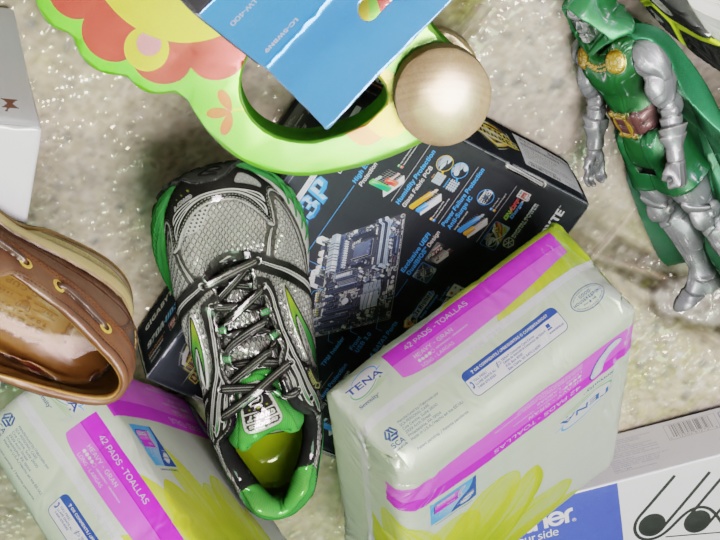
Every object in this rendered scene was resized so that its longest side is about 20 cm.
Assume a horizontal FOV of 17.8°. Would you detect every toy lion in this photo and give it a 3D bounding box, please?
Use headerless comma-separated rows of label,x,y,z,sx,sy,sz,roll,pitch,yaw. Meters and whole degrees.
toy lion,-0.053,-0.136,1.067,0.190,0.069,0.202,-17,107,1

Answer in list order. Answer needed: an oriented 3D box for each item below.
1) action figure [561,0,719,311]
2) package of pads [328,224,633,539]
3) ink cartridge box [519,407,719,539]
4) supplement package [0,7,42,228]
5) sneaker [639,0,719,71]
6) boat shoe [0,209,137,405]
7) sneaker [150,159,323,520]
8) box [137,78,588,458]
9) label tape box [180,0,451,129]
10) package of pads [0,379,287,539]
action figure,0.152,-0.064,1.177,0.055,0.118,0.201,-43,119,-25
package of pads,0.064,0.078,1.176,0.154,0.068,0.200,-36,156,-17
ink cartridge box,0.158,0.143,1.341,0.198,0.044,0.095,-13,125,-5
supplement package,-0.226,-0.015,1.086,0.116,0.118,0.201,4,122,-17
sneaker,0.191,-0.132,1.095,0.077,0.200,0.075,-50,156,2
boat shoe,-0.181,0.004,0.997,0.199,0.068,0.072,24,113,-29
sneaker,-0.050,0.034,1.131,0.077,0.085,0.201,-16,124,-3
box,0.000,0.000,1.202,0.158,0.046,0.201,24,114,-27
label tape box,-0.039,-0.182,0.987,0.200,0.063,0.144,45,96,3
package of pads,-0.093,0.130,1.144,0.068,0.155,0.200,-38,166,5
